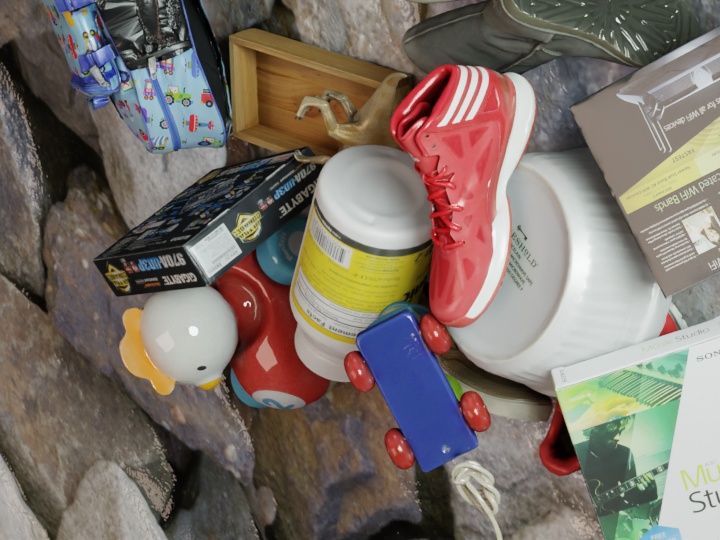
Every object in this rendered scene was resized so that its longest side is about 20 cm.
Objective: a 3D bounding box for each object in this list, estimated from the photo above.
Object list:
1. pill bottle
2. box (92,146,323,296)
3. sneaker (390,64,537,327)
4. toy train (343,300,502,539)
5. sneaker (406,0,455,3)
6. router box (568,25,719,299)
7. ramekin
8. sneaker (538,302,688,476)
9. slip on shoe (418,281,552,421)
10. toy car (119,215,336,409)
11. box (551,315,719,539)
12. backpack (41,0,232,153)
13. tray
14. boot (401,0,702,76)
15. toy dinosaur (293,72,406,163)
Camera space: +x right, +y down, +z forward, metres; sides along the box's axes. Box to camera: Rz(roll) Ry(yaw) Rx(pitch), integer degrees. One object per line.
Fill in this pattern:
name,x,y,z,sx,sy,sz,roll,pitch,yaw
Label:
pill bottle,0.000,0.000,1.772,0.111,0.111,0.201,44,141,24
box,-0.137,-0.042,1.901,0.200,0.159,0.046,-8,118,59
sneaker,0.058,-0.061,1.590,0.078,0.115,0.201,9,88,52
toy train,0.065,0.120,1.686,0.084,0.116,0.201,-26,99,9
sneaker,0.106,-0.271,1.638,0.199,0.075,0.107,-5,97,42
router box,0.272,-0.094,1.488,0.199,0.052,0.158,-27,89,25
ramekin,0.143,-0.001,1.643,0.202,0.094,0.204,-11,76,50
sneaker,0.202,0.099,1.687,0.077,0.085,0.201,42,135,23
slip on shoe,0.097,0.069,1.785,0.200,0.076,0.061,36,114,55
toy car,-0.132,0.066,1.925,0.184,0.199,0.178,-28,87,58
box,0.242,0.146,1.608,0.143,0.036,0.201,-18,112,6
backpack,-0.200,-0.196,1.921,0.183,0.134,0.201,-140,29,-69
tray,-0.036,-0.146,1.867,0.199,0.037,0.099,22,123,40
boot,0.144,-0.174,1.617,0.200,0.181,0.073,143,144,-66
toy dinosaur,0.000,-0.119,1.786,0.101,0.058,0.201,29,135,16
